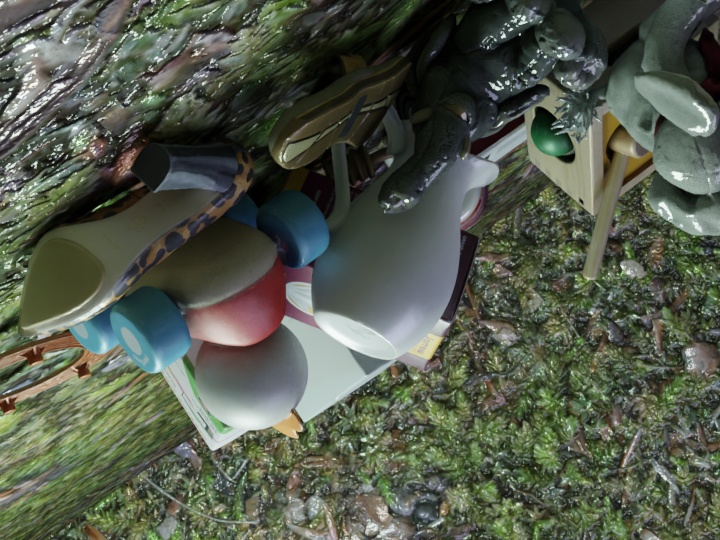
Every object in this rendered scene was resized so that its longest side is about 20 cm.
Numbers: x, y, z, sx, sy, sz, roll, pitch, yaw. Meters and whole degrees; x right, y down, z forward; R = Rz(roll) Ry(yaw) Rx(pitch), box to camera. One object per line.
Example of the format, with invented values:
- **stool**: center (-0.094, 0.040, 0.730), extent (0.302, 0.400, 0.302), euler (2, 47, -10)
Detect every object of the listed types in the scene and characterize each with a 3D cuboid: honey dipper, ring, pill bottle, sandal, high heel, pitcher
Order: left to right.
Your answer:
- **ring**: center (-0.316, 0.103, 1.010), extent (0.199, 0.019, 0.200), euler (-24, 170, -4)
- **high heel**: center (-0.164, -0.020, 0.821), extent (0.200, 0.072, 0.142), euler (-44, 168, 21)
- **sandal**: center (-0.018, -0.132, 0.828), extent (0.081, 0.054, 0.200), euler (-56, 168, 32)
- **pitcher**: center (0.017, -0.042, 0.943), extent (0.121, 0.171, 0.201), euler (-11, -131, 59)
- **honey dipper**: center (0.058, -0.132, 1.108), extent (0.198, 0.038, 0.038), euler (-22, 172, -4)
- **pill bottle**: center (0.112, -0.104, 1.429), extent (0.109, 0.110, 0.200), euler (-36, 173, 8)

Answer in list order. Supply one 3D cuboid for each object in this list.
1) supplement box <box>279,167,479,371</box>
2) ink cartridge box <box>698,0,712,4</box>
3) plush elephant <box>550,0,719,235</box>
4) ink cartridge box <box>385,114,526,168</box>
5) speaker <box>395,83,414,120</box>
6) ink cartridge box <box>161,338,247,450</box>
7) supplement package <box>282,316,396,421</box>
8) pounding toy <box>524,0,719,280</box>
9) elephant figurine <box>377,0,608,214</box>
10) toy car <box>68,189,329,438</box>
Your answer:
- **supplement box**: center (0.000, 0.000, 1.078), extent (0.131, 0.198, 0.104), euler (109, 2, -62)
- **ink cartridge box**: center (0.296, -0.306, 0.805), extent (0.199, 0.084, 0.146), euler (-31, 143, -31)
- **plush elephant**: center (0.273, -0.128, 0.873), extent (0.199, 0.155, 0.165), euler (-29, 139, -3)
- **ink cartridge box**: center (0.130, -0.163, 1.195), extent (0.199, 0.084, 0.176), euler (-35, 176, -5)
- **speaker**: center (0.135, -0.191, 1.066), extent (0.199, 0.082, 0.081), euler (-33, 173, -18)
- **ink cartridge box**: center (-0.144, 0.087, 1.067), extent (0.084, 0.145, 0.200), euler (-32, 173, -17)
- **supplement package**: center (-0.039, 0.045, 1.334), extent (0.150, 0.201, 0.152), euler (-28, 171, -43)
- **pounding toy**: center (0.244, -0.137, 1.040), extent (0.199, 0.142, 0.185), euler (-36, 146, -11)
- **elephant figurine**: center (0.090, -0.157, 0.892), extent (0.154, 0.142, 0.200), euler (-2, 143, -51)
- **toy car**: center (-0.112, 0.061, 0.908), extent (0.184, 0.201, 0.176), euler (-37, -152, -32)
